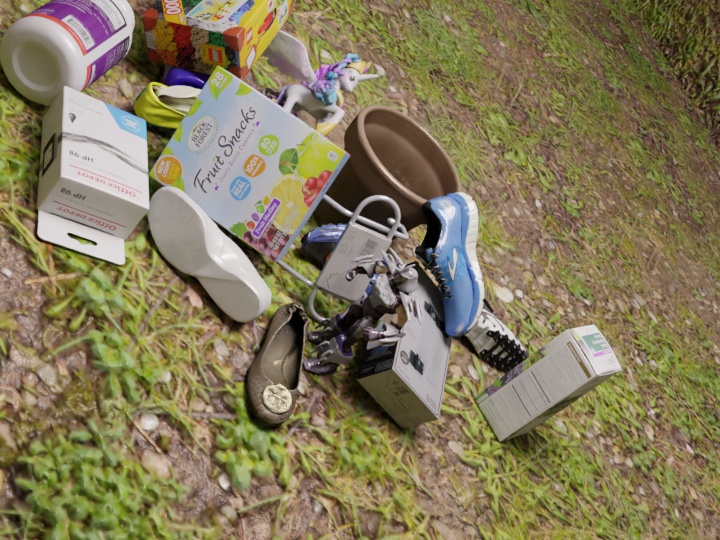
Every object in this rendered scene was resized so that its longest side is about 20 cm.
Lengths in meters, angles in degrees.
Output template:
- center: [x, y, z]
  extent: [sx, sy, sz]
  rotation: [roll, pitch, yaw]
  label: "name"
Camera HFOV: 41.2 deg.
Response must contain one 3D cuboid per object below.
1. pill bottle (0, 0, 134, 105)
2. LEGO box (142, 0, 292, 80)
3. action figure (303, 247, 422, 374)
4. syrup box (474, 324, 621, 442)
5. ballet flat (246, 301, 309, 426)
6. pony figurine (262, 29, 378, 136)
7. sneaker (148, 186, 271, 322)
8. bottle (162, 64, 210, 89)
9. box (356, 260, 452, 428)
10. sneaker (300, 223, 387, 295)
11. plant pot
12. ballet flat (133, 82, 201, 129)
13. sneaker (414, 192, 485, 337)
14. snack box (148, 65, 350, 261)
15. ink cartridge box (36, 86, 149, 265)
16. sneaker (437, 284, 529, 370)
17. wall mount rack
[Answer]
- center: [-0.372, -0.300, 1.247]
  extent: [0.112, 0.112, 0.200]
  rotation: [40, 33, -10]
  label: "pill bottle"
- center: [-0.203, -0.373, 1.392]
  extent: [0.148, 0.077, 0.200]
  rotation: [14, 47, 11]
  label: "LEGO box"
- center: [0.008, 0.054, 1.216]
  extent: [0.069, 0.200, 0.131]
  rotation: [21, 40, -32]
  label: "action figure"
- center: [0.271, 0.165, 1.396]
  extent: [0.079, 0.200, 0.082]
  rotation: [-5, 58, -49]
  label: "syrup box"
- center: [-0.095, 0.108, 1.186]
  extent: [0.067, 0.046, 0.200]
  rotation: [34, 35, -17]
  label: "ballet flat"
- center: [-0.090, -0.267, 1.478]
  extent: [0.192, 0.167, 0.201]
  rotation: [17, 63, 15]
  label: "pony figurine"
- center: [-0.188, -0.023, 1.215]
  extent: [0.200, 0.075, 0.088]
  rotation: [51, 20, -3]
  label: "sneaker"
- center: [-0.251, -0.322, 1.446]
  extent: [0.083, 0.065, 0.201]
  rotation: [19, 41, -23]
  label: "bottle"
- center: [0.068, 0.100, 1.313]
  extent: [0.117, 0.060, 0.200]
  rotation: [48, 38, -31]
  label: "box"
- center: [0.000, 0.000, 1.385]
  extent: [0.200, 0.075, 0.079]
  rotation: [29, 42, -23]
  label: "sneaker"
- center: [0.024, -0.121, 1.443]
  extent: [0.200, 0.175, 0.201]
  rotation: [29, 37, -25]
  label: "plant pot"
- center: [-0.216, -0.223, 1.345]
  extent: [0.199, 0.067, 0.067]
  rotation: [9, 47, -27]
  label: "ballet flat"
- center: [0.116, -0.006, 1.330]
  extent: [0.089, 0.078, 0.201]
  rotation: [-5, 88, -24]
  label: "sneaker"
- center: [-0.142, -0.136, 1.231]
  extent: [0.200, 0.169, 0.068]
  rotation: [33, 6, 3]
  label: "snack box"
- center: [-0.319, -0.115, 1.151]
  extent: [0.116, 0.067, 0.201]
  rotation: [21, 41, -35]
  label: "ink cartridge box"
- center: [0.191, 0.080, 1.518]
  extent: [0.200, 0.066, 0.091]
  rotation: [34, 37, -15]
  label: "sneaker"
- center: [-0.038, -0.035, 1.295]
  extent: [0.173, 0.200, 0.075]
  rotation: [23, 19, -19]
  label: "wall mount rack"
